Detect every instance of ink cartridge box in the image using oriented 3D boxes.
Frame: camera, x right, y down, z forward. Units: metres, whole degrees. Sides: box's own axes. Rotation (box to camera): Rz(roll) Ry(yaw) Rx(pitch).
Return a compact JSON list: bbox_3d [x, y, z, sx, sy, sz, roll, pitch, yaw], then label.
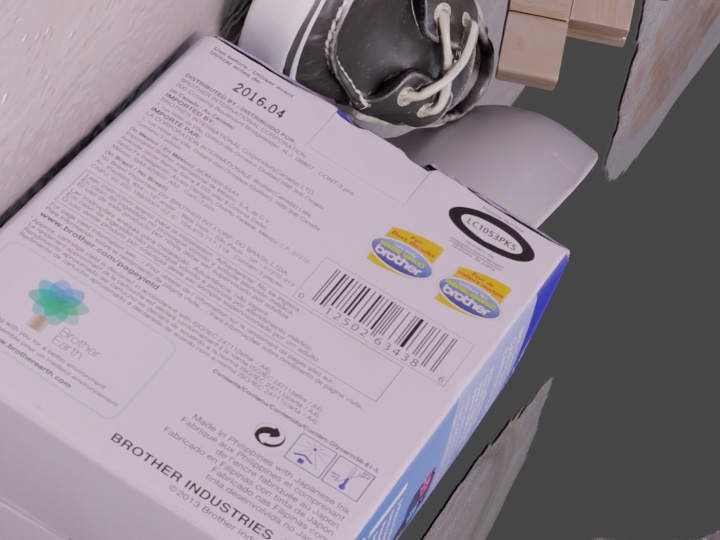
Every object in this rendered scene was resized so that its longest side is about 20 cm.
[{"bbox_3d":[-0.031,0.019,0.719,0.200,0.136,0.076,-50,169,-43],"label":"ink cartridge box"}]

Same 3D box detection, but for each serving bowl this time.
[{"bbox_3d":[0.000,0.000,0.964,0.200,0.066,0.200,-42,-179,1],"label":"serving bowl"}]

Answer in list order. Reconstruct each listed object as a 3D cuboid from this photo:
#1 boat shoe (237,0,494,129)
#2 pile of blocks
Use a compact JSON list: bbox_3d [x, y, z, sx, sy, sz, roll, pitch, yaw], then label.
[{"bbox_3d":[0.012,-0.086,0.841,0.071,0.064,0.200,-61,170,7],"label":"boat shoe"},{"bbox_3d":[0.094,-0.127,0.976,0.200,0.062,0.082,-76,177,-46],"label":"pile of blocks"}]
